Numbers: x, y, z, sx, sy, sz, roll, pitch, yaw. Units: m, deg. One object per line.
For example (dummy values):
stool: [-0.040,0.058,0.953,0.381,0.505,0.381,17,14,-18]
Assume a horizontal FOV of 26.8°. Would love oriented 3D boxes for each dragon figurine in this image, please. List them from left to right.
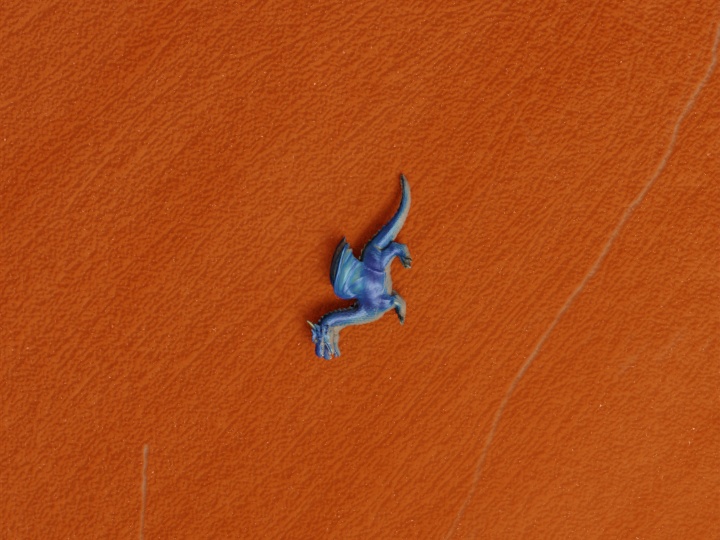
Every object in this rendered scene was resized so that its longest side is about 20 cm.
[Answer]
dragon figurine: [0.000,0.000,1.546,0.099,0.059,0.202,6,100,-4]
